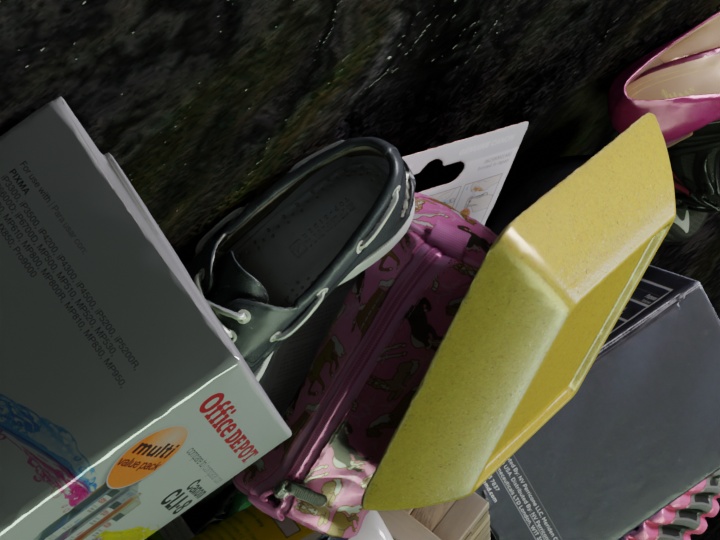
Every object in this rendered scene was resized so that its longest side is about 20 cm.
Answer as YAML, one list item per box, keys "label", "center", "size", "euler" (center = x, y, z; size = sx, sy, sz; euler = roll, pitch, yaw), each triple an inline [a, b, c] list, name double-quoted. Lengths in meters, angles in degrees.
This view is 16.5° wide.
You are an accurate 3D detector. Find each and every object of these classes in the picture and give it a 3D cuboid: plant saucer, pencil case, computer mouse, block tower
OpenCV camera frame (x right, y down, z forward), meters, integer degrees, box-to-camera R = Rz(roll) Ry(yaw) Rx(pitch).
- label: "plant saucer"
  center: [0.097, 0.032, 1.348]
  size: [0.200, 0.048, 0.201]
  euler: [-37, 157, -53]
- label: "pencil case"
  center: [0.008, 0.053, 1.365]
  size: [0.082, 0.087, 0.201]
  euler: [22, 109, -28]
- label: "computer mouse"
  center: [0.089, 0.000, 1.511]
  size: [0.200, 0.053, 0.139]
  euler: [-54, -174, 33]
- label: "block tower"
  center: [0.046, 0.179, 1.554]
  size: [0.058, 0.054, 0.200]
  euler: [-50, 163, -15]

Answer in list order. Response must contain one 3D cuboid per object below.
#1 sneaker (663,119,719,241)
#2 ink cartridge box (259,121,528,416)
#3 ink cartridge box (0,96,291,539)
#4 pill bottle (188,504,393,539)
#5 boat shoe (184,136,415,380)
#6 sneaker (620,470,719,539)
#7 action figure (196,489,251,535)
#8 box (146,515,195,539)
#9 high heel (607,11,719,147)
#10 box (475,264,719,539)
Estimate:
- label: "sneaker"
  center: [0.220, -0.062, 1.588]
  size: [0.076, 0.084, 0.200]
  euler: [-30, 162, -17]
- label: "ink cartridge box"
  center: [0.000, 0.000, 1.421]
  size: [0.162, 0.057, 0.201]
  euler: [-19, 135, -45]
- label: "ink cartridge box"
  center: [-0.154, 0.056, 1.055]
  size: [0.199, 0.145, 0.145]
  euler: [-36, 163, -3]
- label: "pill bottle"
  center: [-0.076, 0.202, 1.441]
  size: [0.199, 0.105, 0.104]
  euler: [-27, 162, -16]
- label: "boat shoe"
  center: [-0.056, 0.005, 1.252]
  size: [0.200, 0.076, 0.060]
  euler: [-46, 166, -9]
- label: "sneaker"
  center: [0.162, 0.171, 1.681]
  size: [0.200, 0.095, 0.079]
  euler: [-44, 148, 5]
- label: "action figure"
  center: [-0.131, 0.227, 1.690]
  size: [0.200, 0.055, 0.118]
  euler: [-50, -175, -1]
- label: "box"
  center: [-0.185, 0.232, 1.528]
  size: [0.199, 0.113, 0.102]
  euler: [-29, 162, -18]
- label: "high heel"
  center: [0.235, -0.134, 1.454]
  size: [0.200, 0.068, 0.096]
  euler: [-37, 166, 0]
- label: "box"
  center: [0.134, 0.094, 1.634]
  size: [0.198, 0.124, 0.200]
  euler: [-34, -165, -9]
